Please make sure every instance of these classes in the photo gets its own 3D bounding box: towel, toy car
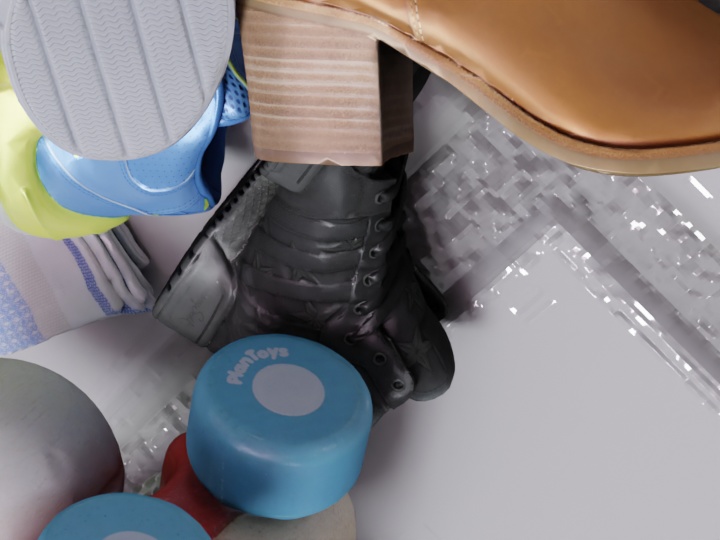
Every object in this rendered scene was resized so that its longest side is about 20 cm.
[{"bbox_3d":[-0.182,-0.022,0.970,0.199,0.024,0.147,-18,110,40],"label":"towel"},{"bbox_3d":[-0.120,0.100,0.852,0.199,0.177,0.185,27,134,17],"label":"toy car"}]

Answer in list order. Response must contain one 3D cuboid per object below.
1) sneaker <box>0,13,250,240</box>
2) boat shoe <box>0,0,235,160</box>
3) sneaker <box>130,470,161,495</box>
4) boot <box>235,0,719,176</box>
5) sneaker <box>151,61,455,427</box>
[{"bbox_3d":[-0.081,-0.101,0.826,0.104,0.076,0.201,5,126,8],"label":"sneaker"},{"bbox_3d":[-0.077,-0.119,0.710,0.072,0.071,0.201,-8,139,-5],"label":"boat shoe"},{"bbox_3d":[-0.084,0.145,0.997,0.100,0.070,0.200,49,135,-10],"label":"sneaker"},{"bbox_3d":[0.057,-0.108,0.720,0.198,0.074,0.156,1,100,3],"label":"boot"},{"bbox_3d":[-0.001,0.002,0.848,0.104,0.060,0.200,37,133,-5],"label":"sneaker"}]
